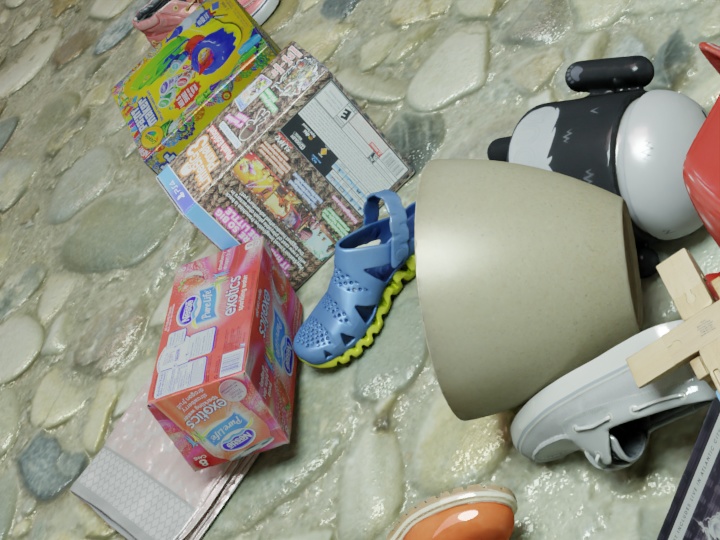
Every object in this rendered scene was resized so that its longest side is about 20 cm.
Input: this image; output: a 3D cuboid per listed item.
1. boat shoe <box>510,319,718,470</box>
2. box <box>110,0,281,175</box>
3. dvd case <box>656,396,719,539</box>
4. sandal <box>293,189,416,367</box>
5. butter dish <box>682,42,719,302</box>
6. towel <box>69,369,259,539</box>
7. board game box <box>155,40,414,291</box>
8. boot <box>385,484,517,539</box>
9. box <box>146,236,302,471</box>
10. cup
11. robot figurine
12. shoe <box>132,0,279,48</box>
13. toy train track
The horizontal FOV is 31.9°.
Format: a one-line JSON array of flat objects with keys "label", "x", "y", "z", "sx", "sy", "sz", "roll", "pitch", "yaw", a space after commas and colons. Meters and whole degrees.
[{"label": "boat shoe", "x": 0.183, "y": 0.106, "z": 0.904, "sx": 0.200, "sy": 0.071, "sz": 0.069, "roll": -39, "pitch": 56, "yaw": 42}, {"label": "box", "x": -0.170, "y": -0.200, "z": 1.490, "sx": 0.192, "sy": 0.122, "sz": 0.200, "roll": -42, "pitch": 38, "yaw": 5}, {"label": "dvd case", "x": 0.260, "y": 0.190, "z": 0.764, "sx": 0.200, "sy": 0.016, "sz": 0.150, "roll": 41, "pitch": 120, "yaw": 52}, {"label": "sandal", "x": 0.000, "y": 0.000, "z": 1.182, "sx": 0.201, "sy": 0.087, "sz": 0.079, "roll": -53, "pitch": 40, "yaw": -6}, {"label": "butter dish", "x": 0.294, "y": -0.029, "z": 0.854, "sx": 0.148, "sy": 0.199, "sz": 0.200, "roll": -49, "pitch": 37, "yaw": 8}, {"label": "towel", "x": -0.183, "y": 0.175, "z": 1.237, "sx": 0.199, "sy": 0.032, "sz": 0.192, "roll": 20, "pitch": 70, "yaw": 49}, {"label": "board game box", "x": -0.076, "y": -0.098, "z": 1.279, "sx": 0.200, "sy": 0.159, "sz": 0.097, "roll": -44, "pitch": 37, "yaw": 1}, {"label": "boot", "x": 0.048, "y": 0.244, "z": 0.934, "sx": 0.200, "sy": 0.075, "sz": 0.108, "roll": -42, "pitch": 40, "yaw": 18}, {"label": "box", "x": -0.122, "y": 0.075, "z": 1.176, "sx": 0.102, "sy": 0.095, "sz": 0.201, "roll": -18, "pitch": 35, "yaw": 14}, {"label": "cup", "x": 0.135, "y": 0.006, "z": 0.951, "sx": 0.142, "sy": 0.201, "sz": 0.202, "roll": -7, "pitch": 49, "yaw": 18}, {"label": "robot figurine", "x": 0.202, "y": -0.083, "z": 1.041, "sx": 0.199, "sy": 0.151, "sz": 0.125, "roll": -2, "pitch": 38, "yaw": 42}, {"label": "shoe", "x": -0.209, "y": -0.348, "z": 1.682, "sx": 0.199, "sy": 0.091, "sz": 0.072, "roll": -23, "pitch": 43, "yaw": 26}, {"label": "toy train track", "x": 0.239, "y": 0.075, "z": 0.787, "sx": 0.114, "sy": 0.032, "sz": 0.201, "roll": -35, "pitch": 51, "yaw": 23}]
